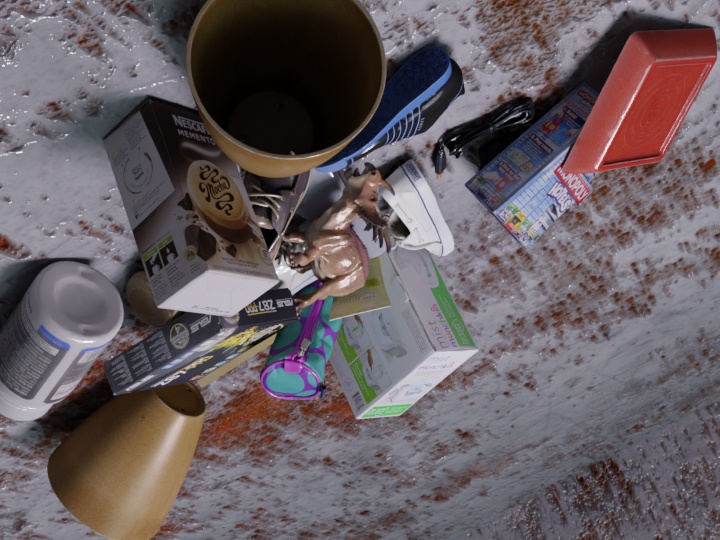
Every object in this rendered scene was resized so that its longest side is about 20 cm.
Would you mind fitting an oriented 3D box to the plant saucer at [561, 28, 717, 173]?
[{"bbox_3d":[0.358,-0.204,1.798,0.199,0.037,0.201,-13,136,-47],"label":"plant saucer"}]

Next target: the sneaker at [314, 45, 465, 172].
[{"bbox_3d":[0.031,-0.166,1.617,0.199,0.070,0.078,-34,149,9],"label":"sneaker"}]

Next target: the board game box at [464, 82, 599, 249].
[{"bbox_3d":[0.250,-0.130,1.843,0.200,0.062,0.200,-47,151,4],"label":"board game box"}]

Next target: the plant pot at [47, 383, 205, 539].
[{"bbox_3d":[-0.305,0.242,2.016,0.186,0.187,0.200,9,126,-52],"label":"plant pot"}]

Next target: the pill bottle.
[{"bbox_3d":[-0.370,0.088,1.706,0.113,0.114,0.200,-2,148,-41],"label":"pill bottle"}]

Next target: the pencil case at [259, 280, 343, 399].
[{"bbox_3d":[-0.064,0.070,1.860,0.084,0.201,0.093,20,141,-5],"label":"pencil case"}]

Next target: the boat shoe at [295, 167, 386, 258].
[{"bbox_3d":[-0.036,-0.096,1.705,0.071,0.070,0.200,-32,130,23],"label":"boat shoe"}]

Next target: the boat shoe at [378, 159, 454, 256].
[{"bbox_3d":[0.061,-0.062,1.855,0.086,0.075,0.202,-31,153,0],"label":"boat shoe"}]

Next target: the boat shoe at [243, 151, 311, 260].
[{"bbox_3d":[-0.101,-0.070,1.588,0.074,0.073,0.201,15,117,-3],"label":"boat shoe"}]

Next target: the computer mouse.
[{"bbox_3d":[0.164,-0.132,1.851,0.139,0.046,0.200,-24,156,-7],"label":"computer mouse"}]

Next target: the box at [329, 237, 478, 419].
[{"bbox_3d":[0.036,0.069,1.952,0.096,0.201,0.176,2,144,-46],"label":"box"}]

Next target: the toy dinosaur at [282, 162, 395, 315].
[{"bbox_3d":[-0.020,-0.019,1.679,0.134,0.086,0.201,-11,141,-6],"label":"toy dinosaur"}]

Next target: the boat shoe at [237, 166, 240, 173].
[{"bbox_3d":[-0.175,-0.073,1.620,0.065,0.072,0.200,-11,154,-39],"label":"boat shoe"}]

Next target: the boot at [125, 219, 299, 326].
[{"bbox_3d":[-0.180,-0.001,1.755,0.166,0.073,0.199,-30,-172,-37],"label":"boot"}]

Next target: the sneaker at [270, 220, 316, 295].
[{"bbox_3d":[-0.091,-0.012,1.811,0.200,0.073,0.071,-45,149,24],"label":"sneaker"}]

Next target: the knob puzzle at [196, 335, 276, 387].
[{"bbox_3d":[-0.169,0.054,1.926,0.218,0.031,0.221,-26,146,-19],"label":"knob puzzle"}]

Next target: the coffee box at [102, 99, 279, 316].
[{"bbox_3d":[-0.174,-0.062,1.478,0.080,0.201,0.113,-34,156,28],"label":"coffee box"}]

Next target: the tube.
[{"bbox_3d":[0.000,0.000,1.797,0.052,0.201,0.058,30,117,-16],"label":"tube"}]

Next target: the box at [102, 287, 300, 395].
[{"bbox_3d":[-0.195,0.087,1.783,0.199,0.049,0.161,-30,165,30],"label":"box"}]

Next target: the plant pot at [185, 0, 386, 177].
[{"bbox_3d":[-0.081,-0.165,1.416,0.185,0.188,0.200,-19,168,-13],"label":"plant pot"}]
